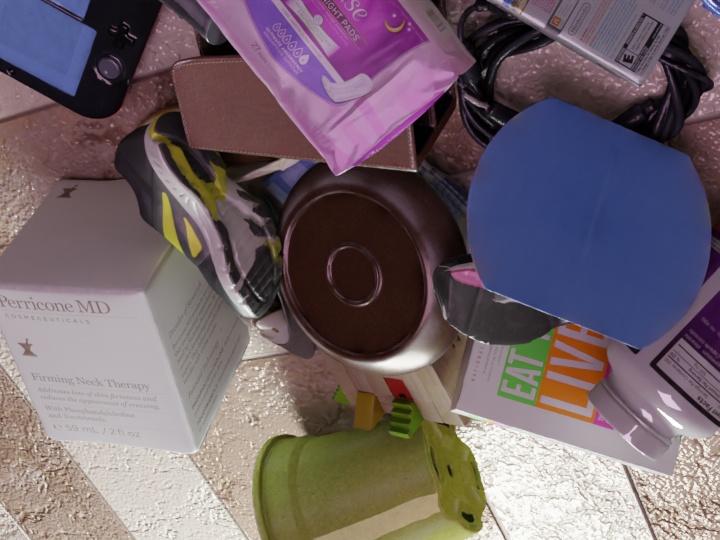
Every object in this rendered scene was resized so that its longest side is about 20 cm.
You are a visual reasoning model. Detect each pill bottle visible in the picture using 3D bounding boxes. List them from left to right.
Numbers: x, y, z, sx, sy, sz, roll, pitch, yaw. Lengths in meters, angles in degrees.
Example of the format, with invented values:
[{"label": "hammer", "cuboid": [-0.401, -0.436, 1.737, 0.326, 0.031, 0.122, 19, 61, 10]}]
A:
[{"label": "pill bottle", "cuboid": [0.278, 0.054, 0.951, 0.112, 0.113, 0.200, 39, 100, -16]}]

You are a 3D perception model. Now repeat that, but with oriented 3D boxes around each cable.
[{"label": "cable", "cuboid": [0.170, -0.135, 0.918, 0.198, 0.051, 0.164, 5, 131, 14]}]

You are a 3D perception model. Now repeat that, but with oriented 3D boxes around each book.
[{"label": "book", "cuboid": [0.190, 0.088, 1.040, 0.199, 0.135, 0.048, 16, 169, -4]}]

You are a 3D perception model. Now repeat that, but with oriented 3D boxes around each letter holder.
[{"label": "letter holder", "cuboid": [-0.039, -0.170, 0.912, 0.199, 0.101, 0.143, 8, 130, 22]}]

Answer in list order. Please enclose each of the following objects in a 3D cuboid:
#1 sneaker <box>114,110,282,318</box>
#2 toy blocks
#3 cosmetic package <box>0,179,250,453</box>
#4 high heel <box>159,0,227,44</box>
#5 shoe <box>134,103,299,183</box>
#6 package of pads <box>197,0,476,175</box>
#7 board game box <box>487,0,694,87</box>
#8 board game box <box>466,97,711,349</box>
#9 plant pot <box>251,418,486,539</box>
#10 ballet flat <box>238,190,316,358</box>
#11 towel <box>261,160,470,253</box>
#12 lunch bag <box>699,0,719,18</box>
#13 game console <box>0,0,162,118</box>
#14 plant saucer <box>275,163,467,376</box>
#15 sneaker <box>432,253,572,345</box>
[{"label": "sneaker", "cuboid": [-0.137, -0.046, 1.020, 0.084, 0.075, 0.201, -5, 121, 41]}, {"label": "toy blocks", "cuboid": [0.028, 0.070, 1.106, 0.199, 0.100, 0.137, 4, 132, 45]}, {"label": "cosmetic package", "cuboid": [-0.222, 0.040, 1.126, 0.166, 0.167, 0.201, 2, 129, 17]}, {"label": "high heel", "cuboid": [-0.109, -0.288, 0.884, 0.142, 0.071, 0.201, 42, 109, 28]}, {"label": "shoe", "cuboid": [-0.131, -0.108, 1.035, 0.199, 0.053, 0.070, -4, 125, 31]}, {"label": "package of pads", "cuboid": [-0.027, -0.179, 0.799, 0.120, 0.076, 0.200, -37, 96, 21]}, {"label": "board game box", "cuboid": [0.137, -0.238, 0.794, 0.199, 0.064, 0.148, 29, 104, -8]}, {"label": "board game box", "cuboid": [0.171, -0.035, 0.910, 0.199, 0.159, 0.039, 21, 169, -11]}, {"label": "plant pot", "cuboid": [0.021, 0.234, 1.211, 0.183, 0.201, 0.201, -24, 119, 22]}, {"label": "ballet flat", "cuboid": [-0.096, 0.018, 1.128, 0.067, 0.064, 0.201, 21, 138, 40]}, {"label": "towel", "cuboid": [0.025, -0.053, 1.058, 0.200, 0.024, 0.147, 39, 133, -13]}, {"label": "lunch bag", "cuboid": [0.302, -0.202, 0.747, 0.199, 0.076, 0.161, 23, 110, -20]}, {"label": "game console", "cuboid": [-0.271, -0.233, 1.000, 0.199, 0.031, 0.177, 28, 133, -7]}, {"label": "plant saucer", "cuboid": [0.000, 0.000, 1.021, 0.199, 0.032, 0.202, 11, 111, 31]}, {"label": "sneaker", "cuboid": [0.145, 0.006, 0.984, 0.199, 0.087, 0.081, 3, 125, -25]}]
